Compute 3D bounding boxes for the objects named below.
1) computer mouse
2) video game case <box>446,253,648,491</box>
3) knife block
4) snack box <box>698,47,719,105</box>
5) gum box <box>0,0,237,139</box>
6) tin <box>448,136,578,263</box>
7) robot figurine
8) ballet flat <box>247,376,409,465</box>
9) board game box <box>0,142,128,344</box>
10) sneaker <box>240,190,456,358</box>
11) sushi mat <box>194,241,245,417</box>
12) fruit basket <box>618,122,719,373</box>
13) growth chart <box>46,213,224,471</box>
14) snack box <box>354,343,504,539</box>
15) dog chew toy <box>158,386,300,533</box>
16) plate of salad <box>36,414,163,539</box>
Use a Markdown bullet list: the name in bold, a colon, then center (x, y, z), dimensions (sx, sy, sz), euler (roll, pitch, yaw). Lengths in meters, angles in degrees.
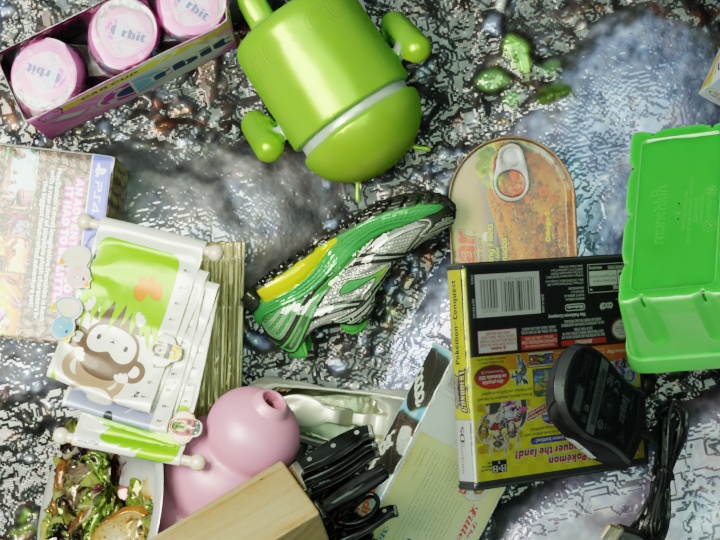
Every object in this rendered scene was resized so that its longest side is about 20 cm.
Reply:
- **computer mouse**: center (0.198, 0.150, 1.520), dimensions (0.046, 0.199, 0.142), euler (-3, 68, 41)
- **video game case**: center (0.158, 0.081, 1.535), dimensions (0.198, 0.025, 0.183), euler (-3, 90, -36)
- **knife block**: center (-0.068, 0.194, 1.427), dimensions (0.064, 0.199, 0.177), euler (48, 117, 40)
- **snack box**: center (0.348, -0.212, 1.521), dimensions (0.053, 0.200, 0.143), euler (27, 87, 1)
- **gum box**: center (-0.198, -0.189, 1.560), dimensions (0.198, 0.114, 0.067), euler (-27, 87, -2)
- **tin**: center (0.131, -0.014, 1.591), dimensions (0.111, 0.042, 0.203), euler (-1, 88, -4)
- **robot figurine**: center (-0.026, -0.162, 1.558), dimensions (0.175, 0.116, 0.201), euler (-34, 88, -1)
- **ballet flat**: center (-0.006, 0.129, 1.569), dimensions (0.198, 0.069, 0.070), euler (9, 87, 0)
- **board game box**: center (-0.307, -0.023, 1.558), dimensions (0.197, 0.097, 0.161), euler (7, 87, 0)
- **sneaker**: center (0.000, 0.000, 1.577), dimensions (0.199, 0.078, 0.086), euler (-34, 96, 9)
- **sushi mat**: center (-0.149, 0.074, 1.596), dimensions (0.094, 0.012, 0.203), euler (2, 87, -2)
- **fruit basket**: center (0.306, -0.005, 1.549), dimensions (0.154, 0.215, 0.218), euler (-6, 87, 27)
- **growth chart**: center (-0.183, 0.055, 1.476), dimensions (0.143, 0.018, 0.202), euler (5, 74, 4)
- **snack box**: center (0.064, 0.175, 1.542), dimensions (0.116, 0.037, 0.201), euler (28, 89, -34)
- **dog chew toy**: center (-0.115, 0.176, 1.509), dimensions (0.124, 0.125, 0.201), euler (34, 121, 2)
- **plate of salad**: center (-0.223, 0.197, 1.509), dimensions (0.048, 0.199, 0.202), euler (16, 86, -35)
